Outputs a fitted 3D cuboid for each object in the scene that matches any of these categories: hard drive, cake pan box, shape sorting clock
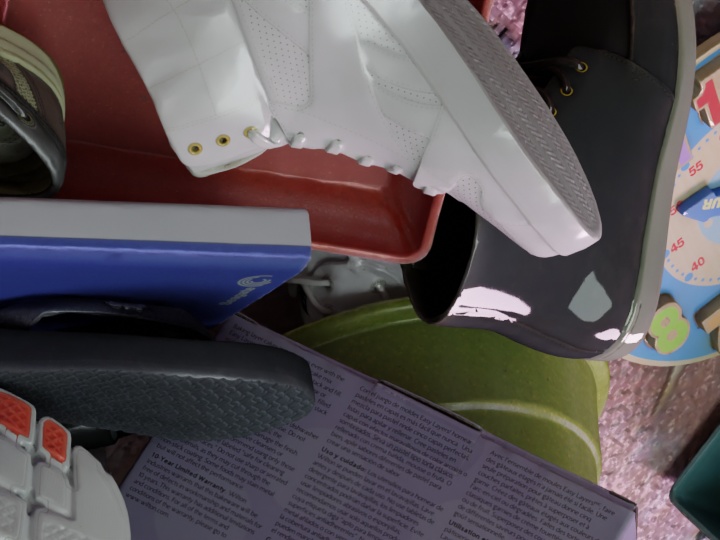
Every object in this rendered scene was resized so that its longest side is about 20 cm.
[{"bbox_3d":[-0.136,0.001,1.138,0.199,0.025,0.132,2,164,-26],"label":"hard drive"},{"bbox_3d":[-0.012,0.135,1.158,0.185,0.199,0.052,-60,162,-19],"label":"cake pan box"},{"bbox_3d":[0.182,-0.037,1.400,0.199,0.039,0.201,-18,130,-23],"label":"shape sorting clock"}]

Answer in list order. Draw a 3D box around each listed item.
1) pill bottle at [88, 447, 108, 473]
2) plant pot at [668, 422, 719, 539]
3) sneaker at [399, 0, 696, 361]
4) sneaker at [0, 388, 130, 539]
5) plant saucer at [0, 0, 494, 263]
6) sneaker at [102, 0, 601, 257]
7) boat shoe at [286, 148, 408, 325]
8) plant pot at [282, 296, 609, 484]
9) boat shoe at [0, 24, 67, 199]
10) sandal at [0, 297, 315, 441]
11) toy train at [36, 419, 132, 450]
[{"bbox_3d":[-0.140,0.159,1.264,0.111,0.111,0.201,-20,130,-22],"label":"pill bottle"},{"bbox_3d":[0.290,0.123,1.526,0.142,0.141,0.200,-53,142,9],"label":"plant pot"},{"bbox_3d":[0.076,-0.067,1.227,0.106,0.075,0.201,10,78,-39],"label":"sneaker"},{"bbox_3d":[-0.184,0.081,1.130,0.199,0.077,0.082,19,154,-4],"label":"sneaker"},{"bbox_3d":[-0.051,-0.110,1.140,0.199,0.037,0.200,8,119,-10],"label":"plant saucer"},{"bbox_3d":[-0.008,-0.061,1.114,0.115,0.074,0.200,-37,106,18],"label":"sneaker"},{"bbox_3d":[0.000,0.000,1.274,0.065,0.074,0.200,-44,134,-6],"label":"boat shoe"},{"bbox_3d":[0.033,0.143,1.271,0.199,0.191,0.200,-10,146,-7],"label":"plant pot"},{"bbox_3d":[-0.192,-0.074,1.072,0.200,0.066,0.072,19,113,-29],"label":"boat shoe"},{"bbox_3d":[-0.115,0.030,1.142,0.199,0.043,0.076,5,158,-2],"label":"sandal"},{"bbox_3d":[-0.182,0.072,1.187,0.199,0.046,0.034,-13,130,-6],"label":"toy train"}]
